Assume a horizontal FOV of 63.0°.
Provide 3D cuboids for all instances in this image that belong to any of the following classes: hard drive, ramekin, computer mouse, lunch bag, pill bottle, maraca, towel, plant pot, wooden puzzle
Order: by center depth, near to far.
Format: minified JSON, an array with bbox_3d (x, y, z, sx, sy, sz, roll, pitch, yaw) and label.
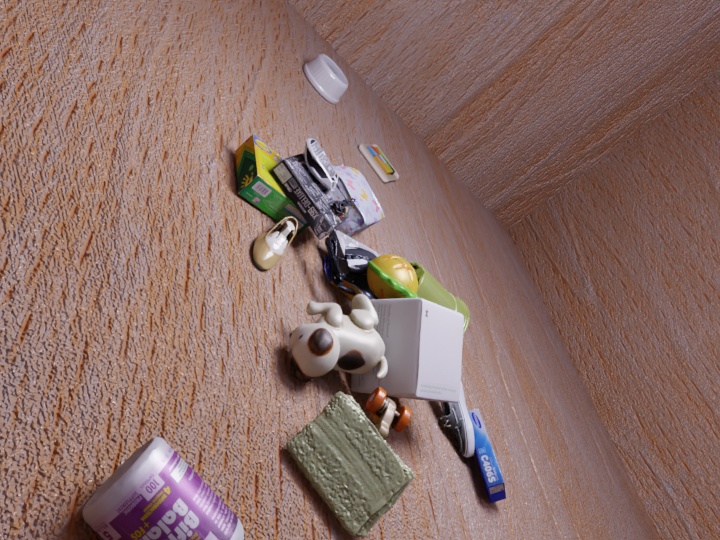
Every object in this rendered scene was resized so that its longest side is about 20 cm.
[{"bbox_3d":[-0.203,0.298,0.662,0.201,0.112,0.112,49,23,-8],"label":"pill bottle"},{"bbox_3d":[-0.018,0.321,0.978,0.201,0.148,0.036,49,-20,2],"label":"towel"},{"bbox_3d":[0.076,0.025,1.332,0.136,0.108,0.200,31,5,-12],"label":"maraca"},{"bbox_3d":[0.000,0.000,1.393,0.199,0.046,0.143,27,44,-44],"label":"computer mouse"},{"bbox_3d":[-0.085,-0.227,1.436,0.202,0.043,0.110,58,24,-11],"label":"computer mouse"},{"bbox_3d":[0.149,0.087,1.497,0.191,0.198,0.202,51,20,-35],"label":"plant pot"},{"bbox_3d":[0.004,-0.014,1.519,0.199,0.038,0.141,26,34,-46],"label":"hard drive"},{"bbox_3d":[-0.041,-0.206,1.701,0.203,0.126,0.169,62,25,-1],"label":"lunch bag"},{"bbox_3d":[0.082,-0.444,2.396,0.186,0.037,0.200,54,23,1],"label":"wooden puzzle"},{"bbox_3d":[-0.135,-0.790,2.403,0.202,0.094,0.204,42,25,-25],"label":"ramekin"}]

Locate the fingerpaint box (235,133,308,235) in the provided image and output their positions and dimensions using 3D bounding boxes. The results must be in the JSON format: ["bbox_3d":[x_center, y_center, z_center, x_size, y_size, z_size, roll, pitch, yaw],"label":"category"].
[{"bbox_3d":[-0.209,-0.208,1.437,0.199,0.073,0.169,35,29,-41],"label":"fingerpaint box"}]

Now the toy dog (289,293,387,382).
[{"bbox_3d":[-0.056,0.152,1.148,0.198,0.140,0.196,-2,52,-49],"label":"toy dog"}]

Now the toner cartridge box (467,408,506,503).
[{"bbox_3d":[0.308,0.458,1.463,0.096,0.042,0.202,74,2,-46],"label":"toner cartridge box"}]

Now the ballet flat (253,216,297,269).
[{"bbox_3d":[-0.184,-0.071,1.299,0.069,0.063,0.201,45,24,-15],"label":"ballet flat"}]

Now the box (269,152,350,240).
[{"bbox_3d":[-0.117,-0.185,1.428,0.201,0.049,0.158,54,21,-6],"label":"box"}]

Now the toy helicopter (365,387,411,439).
[{"bbox_3d":[0.008,0.321,1.067,0.078,0.132,0.201,35,49,-8],"label":"toy helicopter"}]

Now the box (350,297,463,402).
[{"bbox_3d":[0.107,0.176,1.278,0.198,0.169,0.204,22,69,-51],"label":"box"}]

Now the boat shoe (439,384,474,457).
[{"bbox_3d":[0.229,0.365,1.467,0.069,0.072,0.204,-8,75,-16],"label":"boat shoe"}]

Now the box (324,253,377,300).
[{"bbox_3d":[-0.014,0.028,1.518,0.200,0.041,0.120,43,24,-29],"label":"box"}]
